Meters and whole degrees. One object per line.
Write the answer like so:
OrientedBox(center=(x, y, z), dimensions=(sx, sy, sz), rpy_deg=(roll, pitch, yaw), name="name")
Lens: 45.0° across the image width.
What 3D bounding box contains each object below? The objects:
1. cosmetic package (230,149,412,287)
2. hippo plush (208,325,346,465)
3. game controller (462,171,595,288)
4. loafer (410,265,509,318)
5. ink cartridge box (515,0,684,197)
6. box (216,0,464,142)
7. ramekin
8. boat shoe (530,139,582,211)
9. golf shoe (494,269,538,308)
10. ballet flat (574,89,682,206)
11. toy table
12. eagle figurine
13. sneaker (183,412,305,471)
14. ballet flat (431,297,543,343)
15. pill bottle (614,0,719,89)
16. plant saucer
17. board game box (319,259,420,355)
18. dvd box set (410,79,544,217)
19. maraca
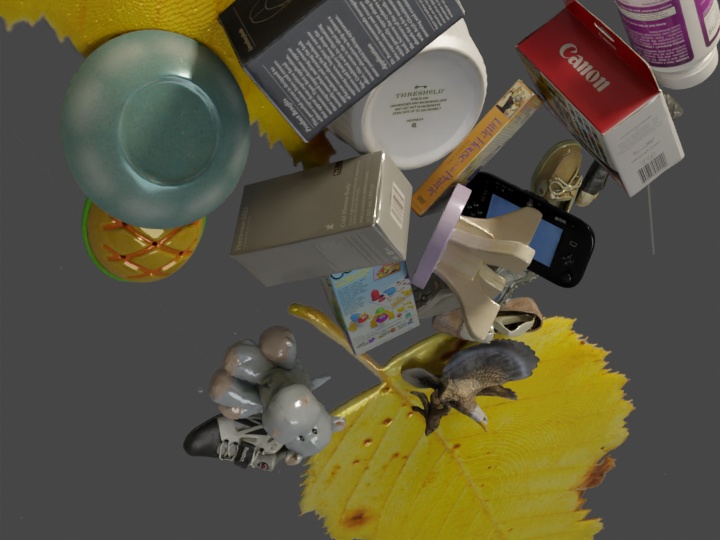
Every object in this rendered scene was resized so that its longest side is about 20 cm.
OrientedBox(center=(-0.045, -0.057, 1.011), dimensions=(0.198, 0.108, 0.090), rpy_deg=(-10, 147, 25), name="cosmetic package")
OrientedBox(center=(-0.118, 0.201, 1.238), dimensions=(0.158, 0.161, 0.200), rpy_deg=(-32, 139, 0), name="hippo plush")
OrientedBox(center=(0.222, -0.058, 1.180), dimensions=(0.042, 0.199, 0.105), rpy_deg=(-41, 150, -37), name="game controller")
OrientedBox(center=(0.144, 0.018, 1.253), dimensions=(0.069, 0.071, 0.199), rpy_deg=(8, 156, -40), name="loafer")
OrientedBox(center=(0.278, -0.217, 1.041), dimensions=(0.084, 0.201, 0.176), rpy_deg=(-37, 139, 8), name="ink cartridge box")
OrientedBox(center=(-0.024, -0.251, 0.855), dimensions=(0.199, 0.149, 0.107), rpy_deg=(-37, 127, 7), name="box")
OrientedBox(center=(0.053, -0.207, 0.997), dimensions=(0.201, 0.095, 0.204), rpy_deg=(-17, 137, -16), name="ramekin")
OrientedBox(center=(0.281, -0.095, 1.266), dimensions=(0.073, 0.063, 0.202), rpy_deg=(-5, 132, -28), name="boat shoe")
OrientedBox(center=(0.216, -0.023, 1.259), dimensions=(0.200, 0.097, 0.078), rpy_deg=(-45, 180, 32), name="golf shoe")
OrientedBox(center=(0.379, -0.168, 1.248), dimensions=(0.201, 0.057, 0.066), rpy_deg=(-54, 175, 22), name="ballet flat")
OrientedBox(center=(0.140, -0.018, 1.086), dimensions=(0.185, 0.116, 0.200), rpy_deg=(-63, 177, -3), name="toy table")
OrientedBox(center=(0.181, 0.195, 1.442), dimensions=(0.199, 0.151, 0.152), rpy_deg=(-34, 115, -27), name="eagle figurine")
OrientedBox(center=(-0.168, 0.267, 1.330), dimensions=(0.198, 0.089, 0.075), rpy_deg=(-5, 134, -25), name="sneaker")
OrientedBox(center=(0.211, 0.081, 1.392), dimensions=(0.198, 0.067, 0.069), rpy_deg=(-8, 133, -24), name="ballet flat")
OrientedBox(center=(0.382, -0.319, 1.074), dimensions=(0.112, 0.113, 0.200), rpy_deg=(-37, 138, 7), name="pill bottle")
OrientedBox(center=(-0.197, -0.141, 0.878), dimensions=(0.199, 0.039, 0.203), rpy_deg=(-5, 100, -30), name="plant saucer")
OrientedBox(center=(0.000, 0.000, 1.158), dimensions=(0.104, 0.103, 0.201), rpy_deg=(-25, 139, -8), name="board game box")
OrientedBox(center=(0.148, -0.152, 1.098), dimensions=(0.200, 0.029, 0.146), rpy_deg=(-47, 173, 17), name="dvd box set")
OrientedBox(center=(-0.234, -0.073, 0.946), dimensions=(0.136, 0.107, 0.202), rpy_deg=(-7, 125, -28), name="maraca")
